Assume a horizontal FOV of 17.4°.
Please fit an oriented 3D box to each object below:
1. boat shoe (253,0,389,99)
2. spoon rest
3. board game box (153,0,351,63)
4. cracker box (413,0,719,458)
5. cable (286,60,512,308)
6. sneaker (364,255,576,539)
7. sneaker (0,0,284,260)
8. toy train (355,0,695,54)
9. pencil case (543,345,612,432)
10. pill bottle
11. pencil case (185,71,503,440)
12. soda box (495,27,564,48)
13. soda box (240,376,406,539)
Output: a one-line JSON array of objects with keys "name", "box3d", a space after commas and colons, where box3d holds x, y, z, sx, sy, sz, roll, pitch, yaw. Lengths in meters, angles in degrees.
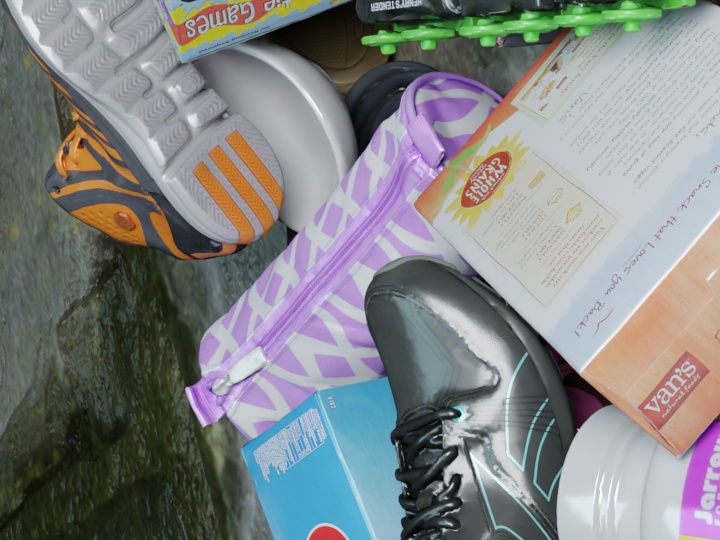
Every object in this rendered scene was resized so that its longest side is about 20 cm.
[{"name": "boat shoe", "box3d": [-0.049, -0.145, 1.208, 0.200, 0.074, 0.067, 53, 155, 34]}, {"name": "spoon rest", "box3d": [-0.068, -0.097, 1.130, 0.200, 0.060, 0.100, 50, 151, 26]}, {"name": "board game box", "box3d": [-0.056, -0.196, 0.979, 0.200, 0.102, 0.105, 84, 163, -61]}, {"name": "cracker box", "box3d": [0.108, -0.030, 0.873, 0.134, 0.058, 0.200, -48, 23, 4]}, {"name": "cable", "box3d": [0.035, 0.005, 1.118, 0.163, 0.051, 0.201, -37, 64, 47]}, {"name": "sneaker", "box3d": [0.049, 0.089, 0.916, 0.201, 0.079, 0.075, 62, 145, 7]}, {"name": "sneaker", "box3d": [-0.129, -0.083, 1.107, 0.112, 0.077, 0.201, -20, 106, 54]}, {"name": "toy train", "box3d": [0.068, -0.110, 0.920, 0.199, 0.056, 0.042, 2, 96, 56]}, {"name": "pencil case", "box3d": [0.082, 0.133, 1.012, 0.091, 0.093, 0.202, -177, 83, -74]}, {"name": "pill bottle", "box3d": [0.169, 0.090, 0.814, 0.199, 0.104, 0.105, 2, 97, 40]}, {"name": "pencil case", "box3d": [0.000, 0.000, 1.052, 0.200, 0.085, 0.084, -50, 56, 32]}, {"name": "soda box", "box3d": [0.037, -0.167, 1.065, 0.200, 0.063, 0.071, 37, 126, 48]}, {"name": "soda box", "box3d": [0.026, 0.146, 0.963, 0.064, 0.067, 0.201, -37, 69, 45]}]
